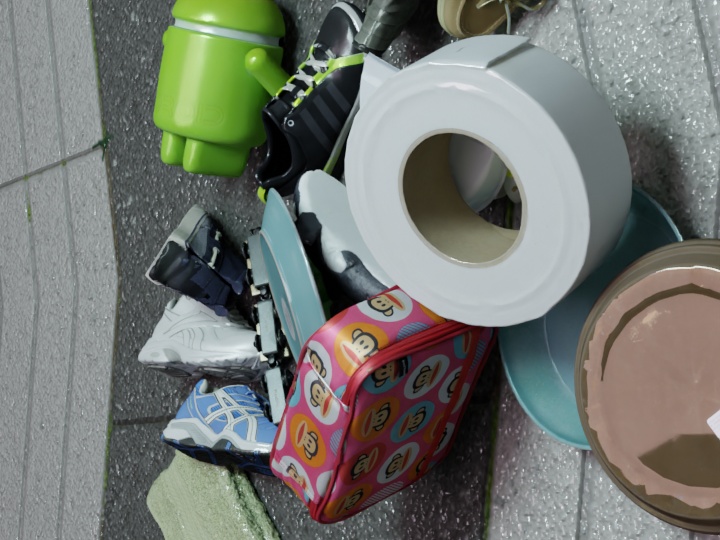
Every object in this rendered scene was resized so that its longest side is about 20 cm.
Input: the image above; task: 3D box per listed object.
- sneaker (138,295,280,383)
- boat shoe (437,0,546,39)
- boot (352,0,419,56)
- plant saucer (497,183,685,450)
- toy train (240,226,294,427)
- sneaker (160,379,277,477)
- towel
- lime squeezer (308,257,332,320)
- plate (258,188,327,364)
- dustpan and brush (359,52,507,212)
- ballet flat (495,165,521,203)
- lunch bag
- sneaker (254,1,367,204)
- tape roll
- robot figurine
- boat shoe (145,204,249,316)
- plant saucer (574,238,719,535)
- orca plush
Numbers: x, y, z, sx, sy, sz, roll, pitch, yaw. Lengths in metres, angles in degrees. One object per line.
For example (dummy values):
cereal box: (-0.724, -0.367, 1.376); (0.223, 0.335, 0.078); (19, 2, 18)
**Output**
sneaker: (-0.149, 0.058, 1.493); (0.200, 0.078, 0.099); (1, 72, 45)
boat shoe: (0.128, -0.254, 1.152); (0.200, 0.073, 0.063); (-58, 43, 32)
boot: (0.029, -0.232, 1.223); (0.068, 0.200, 0.131); (26, 114, 4)
plant saucer: (0.180, 0.032, 1.092); (0.200, 0.036, 0.200); (-7, 81, 52)
toy train: (-0.083, 0.053, 1.399); (0.034, 0.046, 0.200); (-14, 69, 12)
sneaker: (-0.111, 0.150, 1.432); (0.200, 0.076, 0.077); (7, 66, 40)
towel: (-0.153, 0.259, 1.511); (0.148, 0.036, 0.200); (-58, 46, 31)
lime squeezer: (-0.052, 0.011, 1.397); (0.071, 0.038, 0.200); (-50, 51, 38)
plate: (-0.058, 0.026, 1.307); (0.200, 0.026, 0.200); (162, 90, -81)
dustpan and brush: (0.054, -0.068, 1.183); (0.140, 0.057, 0.200); (33, 131, 27)
ballet flat: (0.115, -0.088, 1.176); (0.200, 0.067, 0.067); (11, 117, 55)
lunch bag: (0.027, 0.098, 1.180); (0.082, 0.176, 0.200); (45, 138, 29)
sneaker: (-0.047, -0.151, 1.365); (0.072, 0.083, 0.200); (32, 113, 49)
tape roll: (0.089, -0.064, 1.060); (0.202, 0.071, 0.203); (18, 122, 30)
robot figurine: (-0.139, -0.195, 1.463); (0.175, 0.116, 0.200); (21, 104, 50)
boat shoe: (-0.154, -0.005, 1.490); (0.075, 0.093, 0.200); (-56, 6, 13)
plant saucer: (0.227, 0.079, 0.987); (0.200, 0.029, 0.200); (2, 94, 36)
orca plush: (0.000, 0.000, 1.295); (0.200, 0.105, 0.071); (40, 131, 22)
